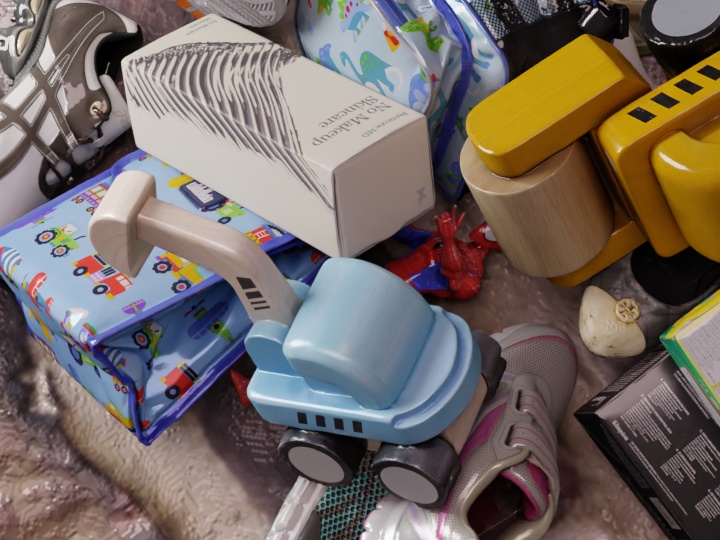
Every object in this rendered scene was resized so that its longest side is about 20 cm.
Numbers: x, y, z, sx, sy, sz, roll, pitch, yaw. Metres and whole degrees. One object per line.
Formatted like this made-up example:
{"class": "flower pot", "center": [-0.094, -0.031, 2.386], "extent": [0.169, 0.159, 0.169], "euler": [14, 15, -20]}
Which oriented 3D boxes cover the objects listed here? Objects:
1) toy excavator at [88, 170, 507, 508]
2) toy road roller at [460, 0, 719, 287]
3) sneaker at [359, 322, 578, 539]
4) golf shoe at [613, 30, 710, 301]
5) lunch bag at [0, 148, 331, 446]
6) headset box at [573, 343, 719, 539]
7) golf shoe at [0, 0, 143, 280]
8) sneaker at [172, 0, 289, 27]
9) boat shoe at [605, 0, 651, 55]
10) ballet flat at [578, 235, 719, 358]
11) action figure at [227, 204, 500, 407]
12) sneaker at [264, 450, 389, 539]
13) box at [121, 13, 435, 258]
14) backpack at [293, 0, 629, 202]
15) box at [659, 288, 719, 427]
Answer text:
{"class": "toy excavator", "center": [-0.035, 0.025, 1.198], "extent": [0.194, 0.200, 0.100], "euler": [7, 53, 31]}
{"class": "toy road roller", "center": [0.170, -0.057, 1.199], "extent": [0.199, 0.123, 0.146], "euler": [-31, 44, 1]}
{"class": "sneaker", "center": [0.086, 0.115, 1.257], "extent": [0.088, 0.081, 0.201], "euler": [-1, 49, 46]}
{"class": "golf shoe", "center": [0.190, -0.061, 1.340], "extent": [0.091, 0.075, 0.201], "euler": [-10, 80, -7]}
{"class": "lunch bag", "center": [-0.105, -0.012, 1.320], "extent": [0.200, 0.094, 0.150], "euler": [-36, 42, -17]}
{"class": "headset box", "center": [0.252, 0.081, 1.265], "extent": [0.200, 0.077, 0.149], "euler": [-39, 90, -7]}
{"class": "golf shoe", "center": [-0.196, -0.086, 1.374], "extent": [0.094, 0.078, 0.201], "euler": [9, 76, 8]}
{"class": "sneaker", "center": [-0.069, -0.217, 1.342], "extent": [0.077, 0.200, 0.112], "euler": [36, 84, -20]}
{"class": "boat shoe", "center": [0.242, -0.196, 1.373], "extent": [0.199, 0.063, 0.074], "euler": [-15, 73, 1]}
{"class": "ballet flat", "center": [0.204, -0.022, 1.268], "extent": [0.200, 0.057, 0.067], "euler": [-41, 88, -14]}
{"class": "action figure", "center": [0.000, 0.000, 1.318], "extent": [0.199, 0.099, 0.065], "euler": [-24, 46, -5]}
{"class": "sneaker", "center": [0.002, 0.144, 1.287], "extent": [0.091, 0.078, 0.201], "euler": [27, 73, 3]}
{"class": "box", "center": [-0.052, -0.083, 1.287], "extent": [0.082, 0.069, 0.200], "euler": [-33, 43, -32]}
{"class": "backpack", "center": [0.043, -0.163, 1.312], "extent": [0.146, 0.183, 0.201], "euler": [-20, 67, -20]}
{"class": "box", "center": [0.283, 0.026, 1.210], "extent": [0.199, 0.048, 0.118], "euler": [-34, 89, -4]}
